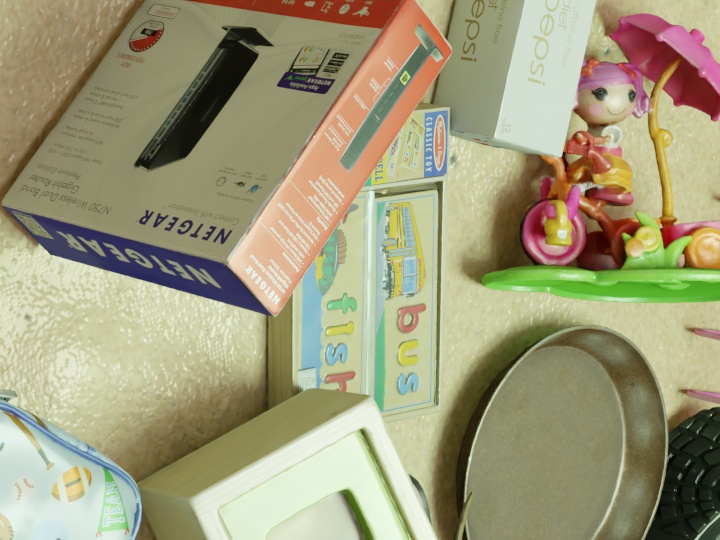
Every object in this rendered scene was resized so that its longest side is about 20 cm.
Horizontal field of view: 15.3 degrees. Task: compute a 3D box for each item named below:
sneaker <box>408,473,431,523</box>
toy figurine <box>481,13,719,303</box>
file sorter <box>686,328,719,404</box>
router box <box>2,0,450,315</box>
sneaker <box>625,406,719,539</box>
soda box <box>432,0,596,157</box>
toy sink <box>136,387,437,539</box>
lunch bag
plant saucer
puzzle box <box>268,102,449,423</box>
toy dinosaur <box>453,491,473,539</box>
[{"bbox_3d":[0.023,0.219,1.717,0.095,0.079,0.201,-22,116,-62],"label":"sneaker"},{"bbox_3d":[0.174,-0.077,1.773,0.199,0.150,0.185,2,83,-19],"label":"toy figurine"},{"bbox_3d":[0.325,0.011,1.900,0.125,0.139,0.201,9,92,-41],"label":"file sorter"},{"bbox_3d":[-0.074,-0.077,1.452,0.180,0.200,0.049,-57,131,-19],"label":"router box"},{"bbox_3d":[0.231,0.195,1.907,0.201,0.076,0.088,-63,146,-8],"label":"sneaker"},{"bbox_3d":[0.107,-0.178,1.705,0.068,0.064,0.201,12,90,-44],"label":"soda box"},{"bbox_3d":[-0.023,0.188,1.577,0.130,0.112,0.201,-27,101,-21],"label":"toy sink"},{"bbox_3d":[-0.218,0.163,1.466,0.160,0.075,0.201,34,76,-39],"label":"lunch bag"},{"bbox_3d":[0.131,0.133,1.813,0.200,0.034,0.201,-12,108,-41],"label":"plant saucer"},{"bbox_3d":[0.000,0.000,1.668,0.133,0.025,0.201,-10,105,-42],"label":"puzzle box"},{"bbox_3d":[0.086,0.231,1.748,0.200,0.060,0.107,41,55,-48],"label":"toy dinosaur"}]
